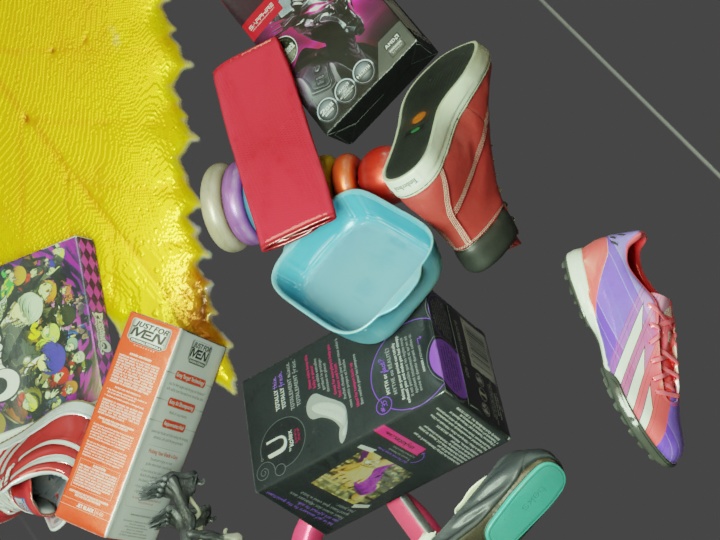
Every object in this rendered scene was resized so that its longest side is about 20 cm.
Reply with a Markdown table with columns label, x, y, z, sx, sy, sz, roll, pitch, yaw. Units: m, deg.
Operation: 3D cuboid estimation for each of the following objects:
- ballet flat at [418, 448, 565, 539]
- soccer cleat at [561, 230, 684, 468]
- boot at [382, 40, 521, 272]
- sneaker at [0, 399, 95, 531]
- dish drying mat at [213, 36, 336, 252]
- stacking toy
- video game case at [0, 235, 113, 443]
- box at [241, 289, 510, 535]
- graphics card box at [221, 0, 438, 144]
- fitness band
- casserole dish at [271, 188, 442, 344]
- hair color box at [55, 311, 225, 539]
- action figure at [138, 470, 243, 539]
| label | x | y | z | sx | sy | sz | roll | pitch | yaw |
| --- | --- | --- | --- | --- | --- | --- | --- | --- | --- |
| ballet flat | 0.091 | 0.226 | 1.437 | 0.073 | 0.073 | 0.200 | 36 | 78 | 28 |
| soccer cleat | 0.232 | 0.062 | 1.411 | 0.073 | 0.068 | 0.201 | -26 | 68 | 18 |
| boot | 0.100 | -0.096 | 1.510 | 0.072 | 0.144 | 0.200 | -21 | 34 | 38 |
| sneaker | -0.326 | 0.213 | 1.647 | 0.200 | 0.071 | 0.113 | -40 | 22 | 32 |
| dish drying mat | -0.080 | -0.116 | 1.563 | 0.077 | 0.018 | 0.201 | -24 | 63 | 12 |
| stacking toy | -0.044 | -0.076 | 1.580 | 0.199 | 0.085 | 0.086 | -12 | 76 | 22 |
| video game case | -0.332 | 0.087 | 1.731 | 0.181 | 0.036 | 0.201 | -19 | 73 | 23 |
| box | 0.011 | 0.121 | 1.479 | 0.200 | 0.106 | 0.123 | -29 | 47 | 22 |
| graphics card box | -0.033 | -0.231 | 1.613 | 0.125 | 0.051 | 0.200 | -44 | 65 | 15 |
| fitness band | 0.019 | 0.277 | 1.509 | 0.144 | 0.037 | 0.200 | -44 | 63 | 18 |
| casserole dish | 0.000 | 0.000 | 1.475 | 0.121 | 0.039 | 0.200 | -49 | 34 | -6 |
| hair color box | -0.202 | 0.148 | 1.599 | 0.061 | 0.101 | 0.201 | 18 | 84 | 23 |
| action figure | -0.128 | 0.279 | 1.543 | 0.102 | 0.119 | 0.200 | -27 | 55 | -25 |
